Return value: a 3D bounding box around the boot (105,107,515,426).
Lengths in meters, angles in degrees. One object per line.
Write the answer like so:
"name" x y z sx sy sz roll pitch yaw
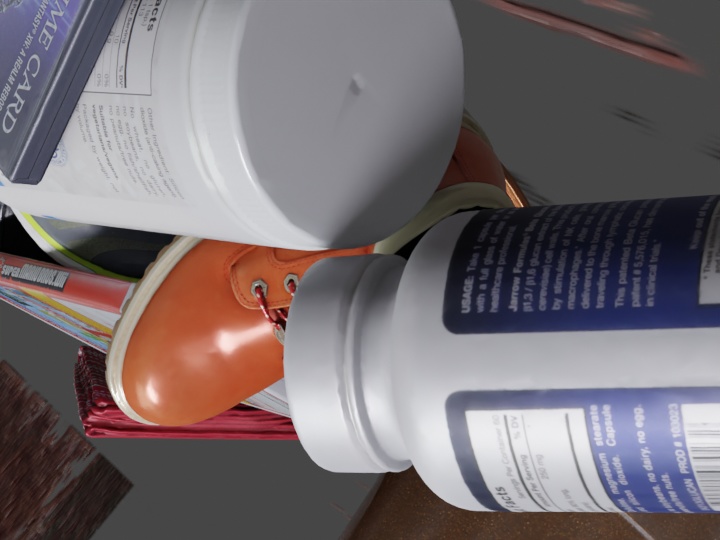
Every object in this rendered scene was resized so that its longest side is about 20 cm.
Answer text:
"boot" -0.022 0.010 0.822 0.075 0.200 0.107 50 -174 -28

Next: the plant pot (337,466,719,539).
"plant pot" 0.075 0.161 1.025 0.200 0.198 0.200 36 168 9

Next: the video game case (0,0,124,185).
"video game case" -0.153 -0.150 0.783 0.019 0.143 0.200 0 -142 -45

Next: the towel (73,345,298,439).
"towel" -0.091 0.068 1.119 0.144 0.023 0.200 2 -174 -11

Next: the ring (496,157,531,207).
"ring" 0.000 0.000 0.940 0.200 0.019 0.201 16 125 24

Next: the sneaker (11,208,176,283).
"sneaker" -0.147 -0.070 0.930 0.200 0.074 0.081 40 148 2

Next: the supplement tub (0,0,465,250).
"supplement tub" -0.070 -0.079 0.802 0.200 0.132 0.132 8 148 44

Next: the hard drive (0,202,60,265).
"hard drive" -0.146 -0.015 1.107 0.135 0.042 0.200 27 -176 -8

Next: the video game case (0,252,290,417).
"video game case" -0.108 0.032 0.974 0.143 0.017 0.200 31 168 -35

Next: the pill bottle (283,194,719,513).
"pill bottle" 0.079 0.031 0.700 0.199 0.111 0.111 -2 147 24
